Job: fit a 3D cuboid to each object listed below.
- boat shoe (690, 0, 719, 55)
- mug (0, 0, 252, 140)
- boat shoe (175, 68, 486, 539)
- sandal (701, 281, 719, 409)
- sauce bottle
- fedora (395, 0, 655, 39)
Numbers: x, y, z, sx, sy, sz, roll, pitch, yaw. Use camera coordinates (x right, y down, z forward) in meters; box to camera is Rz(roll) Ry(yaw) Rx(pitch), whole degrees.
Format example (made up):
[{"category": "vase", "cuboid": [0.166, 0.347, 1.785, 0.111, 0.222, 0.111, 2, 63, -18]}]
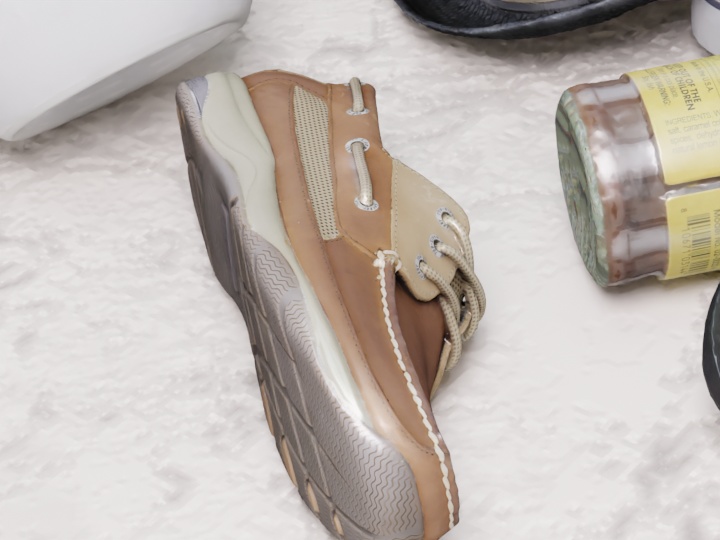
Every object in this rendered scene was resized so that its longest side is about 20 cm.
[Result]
[{"category": "boat shoe", "cuboid": [0.188, -0.135, 0.907, 0.200, 0.066, 0.072, -29, 44, -25]}, {"category": "mug", "cuboid": [-0.107, -0.142, 0.888, 0.148, 0.175, 0.200, -27, 0, 17]}, {"category": "boat shoe", "cuboid": [0.000, 0.000, 0.767, 0.072, 0.076, 0.200, -12, 41, -9]}, {"category": "sandal", "cuboid": [0.187, -0.004, 0.745, 0.200, 0.045, 0.075, -14, 68, -11]}, {"category": "sauce bottle", "cuboid": [0.160, -0.041, 0.800, 0.200, 0.065, 0.065, -9, 39, -5]}, {"category": "fedora", "cuboid": [0.074, -0.169, 0.904, 0.201, 0.092, 0.201, -23, 32, 16]}]
